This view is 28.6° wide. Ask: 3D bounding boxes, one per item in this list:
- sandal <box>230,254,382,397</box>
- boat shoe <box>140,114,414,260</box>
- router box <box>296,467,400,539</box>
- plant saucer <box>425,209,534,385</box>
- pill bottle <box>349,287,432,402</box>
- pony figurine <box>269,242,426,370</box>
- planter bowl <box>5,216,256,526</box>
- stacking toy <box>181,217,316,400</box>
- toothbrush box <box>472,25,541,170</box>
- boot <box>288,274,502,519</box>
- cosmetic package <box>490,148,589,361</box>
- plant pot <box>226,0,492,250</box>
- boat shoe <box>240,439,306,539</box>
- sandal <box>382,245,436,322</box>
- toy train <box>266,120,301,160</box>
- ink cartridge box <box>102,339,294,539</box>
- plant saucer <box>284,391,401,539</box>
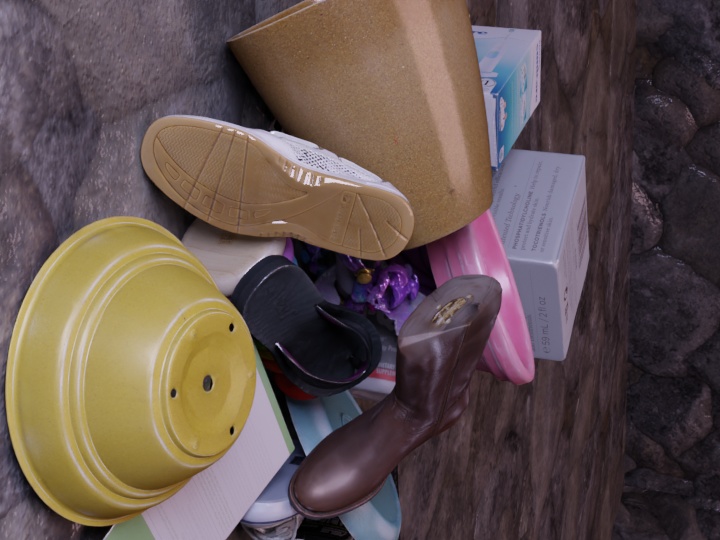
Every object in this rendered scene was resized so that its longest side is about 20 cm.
[{"bbox_3d":[-0.032,0.055,1.056,0.076,0.048,0.200,-51,147,-1],"label":"sandal"},{"bbox_3d":[-0.059,-0.063,1.006,0.069,0.198,0.071,-97,-151,-67],"label":"boat shoe"},{"bbox_3d":[-0.009,0.305,1.443,0.150,0.061,0.202,-55,147,-57],"label":"router box"},{"bbox_3d":[0.104,0.009,1.273,0.200,0.050,0.203,-18,90,-78],"label":"plant saucer"},{"bbox_3d":[0.040,0.029,1.417,0.114,0.113,0.202,38,60,-69],"label":"pill bottle"},{"bbox_3d":[0.000,0.000,1.238,0.194,0.164,0.202,-96,-173,-51],"label":"pony figurine"},{"bbox_3d":[-0.124,0.068,0.900,0.200,0.083,0.203,-12,104,-56],"label":"planter bowl"},{"bbox_3d":[-0.065,0.035,1.100,0.201,0.084,0.086,61,39,-48],"label":"stacking toy"},{"bbox_3d":[0.098,-0.186,1.467,0.200,0.145,0.086,-57,149,-56],"label":"toothbrush box"},{"bbox_3d":[0.025,0.097,1.091,0.186,0.064,0.201,-36,161,-24],"label":"boot"},{"bbox_3d":[0.143,-0.023,1.573,0.168,0.198,0.167,76,27,-47],"label":"cosmetic package"},{"bbox_3d":[0.020,-0.124,1.085,0.202,0.185,0.186,66,27,-13],"label":"plant pot"},{"bbox_3d":[-0.071,0.209,1.224,0.202,0.074,0.087,-31,130,-79],"label":"boat shoe"},{"bbox_3d":[0.059,0.006,1.338,0.082,0.050,0.204,-30,97,-24],"label":"sandal"},{"bbox_3d":[-0.064,-0.092,1.162,0.034,0.045,0.202,66,35,-57],"label":"toy train"},{"bbox_3d":[-0.132,0.159,1.046,0.200,0.048,0.146,-52,147,-29],"label":"ink cartridge box"},{"bbox_3d":[-0.011,0.163,1.272,0.201,0.027,0.200,60,10,-18],"label":"plant saucer"}]
